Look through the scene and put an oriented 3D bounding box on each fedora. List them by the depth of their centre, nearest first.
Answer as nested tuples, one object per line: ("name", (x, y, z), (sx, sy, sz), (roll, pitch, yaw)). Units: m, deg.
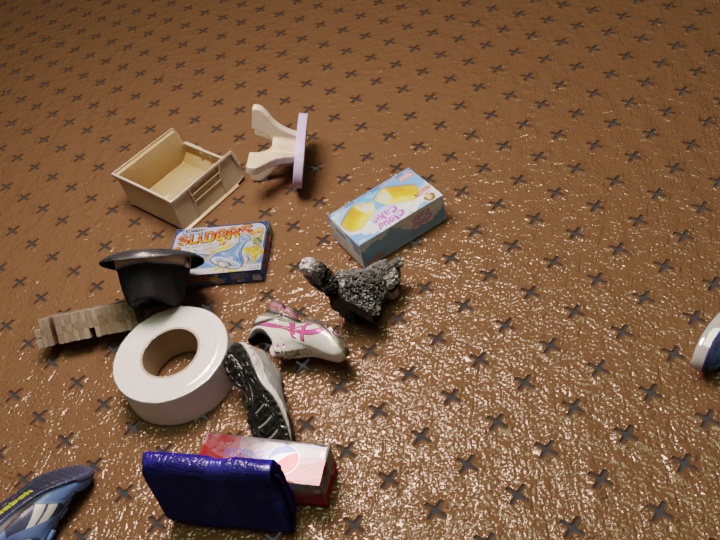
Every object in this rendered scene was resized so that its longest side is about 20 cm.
("fedora", (-0.367, 0.021, 1.274), (0.198, 0.201, 0.093), (-5, 82, 8))

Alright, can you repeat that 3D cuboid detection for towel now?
("towel", (-0.194, 0.303, 1.003), (0.198, 0.149, 0.050), (0, 38, 14))

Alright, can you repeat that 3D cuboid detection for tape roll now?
("tape roll", (-0.312, 0.158, 1.221), (0.200, 0.071, 0.204), (-7, 46, 7))

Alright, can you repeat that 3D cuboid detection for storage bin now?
("storage bin", (-0.393, -0.205, 1.569), (0.199, 0.094, 0.199), (23, 56, 31))

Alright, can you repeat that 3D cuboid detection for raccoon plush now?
("raccoon plush", (0.000, 0.000, 1.224), (0.096, 0.200, 0.135), (9, 61, 38))

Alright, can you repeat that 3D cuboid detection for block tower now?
("block tower", (-0.492, 0.095, 1.320), (0.198, 0.055, 0.058), (-12, 6, 1))

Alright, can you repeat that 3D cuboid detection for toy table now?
("toy table", (-0.174, -0.263, 1.529), (0.116, 0.185, 0.201), (5, 34, -4))

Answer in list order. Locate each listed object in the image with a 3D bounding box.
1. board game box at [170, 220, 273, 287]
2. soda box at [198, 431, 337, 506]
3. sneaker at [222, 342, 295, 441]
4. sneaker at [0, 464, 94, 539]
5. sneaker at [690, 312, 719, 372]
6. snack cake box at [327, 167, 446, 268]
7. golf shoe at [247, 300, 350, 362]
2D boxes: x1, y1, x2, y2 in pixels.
("board game box", (-0.279, -0.032, 1.418), (0.198, 0.035, 0.136), (-6, 46, 8))
("soda box", (-0.139, 0.293, 1.057), (0.198, 0.064, 0.070), (2, 46, 16))
("sneaker", (-0.145, 0.199, 1.141), (0.074, 0.079, 0.201), (-44, 58, 24))
("sneaker", (-0.483, 0.366, 1.069), (0.074, 0.083, 0.200), (-3, 22, 43))
("sneaker", (0.599, 0.111, 1.044), (0.199, 0.081, 0.146), (-31, 43, -23))
("snack cake box", (0.052, -0.102, 1.386), (0.199, 0.068, 0.115), (-32, 47, -17))
("golf shoe", (-0.104, 0.123, 1.210), (0.199, 0.073, 0.092), (17, 58, 39))
